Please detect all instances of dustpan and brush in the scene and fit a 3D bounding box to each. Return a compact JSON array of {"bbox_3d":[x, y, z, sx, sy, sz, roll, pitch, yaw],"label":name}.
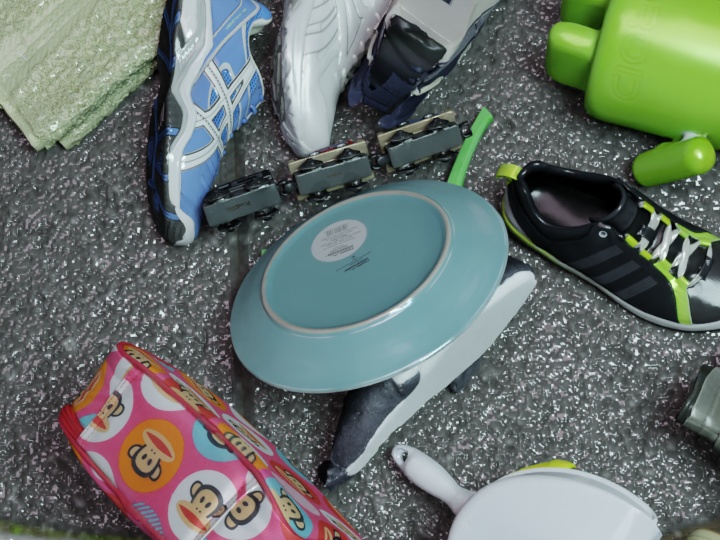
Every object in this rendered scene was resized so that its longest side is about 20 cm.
[{"bbox_3d":[0.084,0.164,0.934,0.200,0.057,0.140,33,97,30],"label":"dustpan and brush"}]

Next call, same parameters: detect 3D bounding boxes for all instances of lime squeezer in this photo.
[{"bbox_3d":[0.027,-0.044,1.063,0.200,0.038,0.071,-33,72,-6],"label":"lime squeezer"}]

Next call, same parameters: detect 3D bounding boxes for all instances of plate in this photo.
[{"bbox_3d":[0.000,0.000,0.987,0.200,0.026,0.200,-17,39,14],"label":"plate"}]

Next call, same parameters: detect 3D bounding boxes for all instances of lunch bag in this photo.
[{"bbox_3d":[-0.081,0.140,0.938,0.200,0.176,0.082,41,91,30],"label":"lunch bag"}]

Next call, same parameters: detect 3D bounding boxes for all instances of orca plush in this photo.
[{"bbox_3d":[0.028,0.056,1.005,0.071,0.105,0.200,41,100,26],"label":"orca plush"}]

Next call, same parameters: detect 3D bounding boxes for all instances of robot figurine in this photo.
[{"bbox_3d":[0.233,-0.149,1.041,0.200,0.116,0.176,15,74,9],"label":"robot figurine"}]

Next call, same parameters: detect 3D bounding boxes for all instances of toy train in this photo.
[{"bbox_3d":[-0.017,-0.072,1.053,0.200,0.046,0.034,-18,109,-5],"label":"toy train"}]

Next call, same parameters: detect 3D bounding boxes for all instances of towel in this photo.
[{"bbox_3d":[-0.211,-0.196,1.135,0.200,0.036,0.148,-43,74,-10],"label":"towel"}]

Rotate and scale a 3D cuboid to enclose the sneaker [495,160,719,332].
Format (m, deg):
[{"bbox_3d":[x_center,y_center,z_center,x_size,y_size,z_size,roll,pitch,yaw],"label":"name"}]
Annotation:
[{"bbox_3d":[0.182,-0.019,1.017,0.200,0.083,0.072,22,74,11],"label":"sneaker"}]

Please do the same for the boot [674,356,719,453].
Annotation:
[{"bbox_3d":[0.250,0.124,0.931,0.131,0.200,0.068,34,120,14],"label":"boot"}]

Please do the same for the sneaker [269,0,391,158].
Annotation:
[{"bbox_3d":[-0.014,-0.178,1.095,0.099,0.078,0.200,5,78,-10],"label":"sneaker"}]

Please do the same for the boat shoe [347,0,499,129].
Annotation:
[{"bbox_3d":[0.047,-0.181,1.082,0.075,0.093,0.200,37,38,0],"label":"boat shoe"}]

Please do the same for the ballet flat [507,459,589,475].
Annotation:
[{"bbox_3d":[0.107,0.220,0.959,0.067,0.067,0.200,0,67,27],"label":"ballet flat"}]

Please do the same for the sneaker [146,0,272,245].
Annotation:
[{"bbox_3d":[-0.110,-0.115,1.078,0.077,0.076,0.200,9,84,-20],"label":"sneaker"}]

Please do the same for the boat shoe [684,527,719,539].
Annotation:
[{"bbox_3d":[0.269,0.247,0.924,0.063,0.073,0.200,-41,73,-12],"label":"boat shoe"}]
